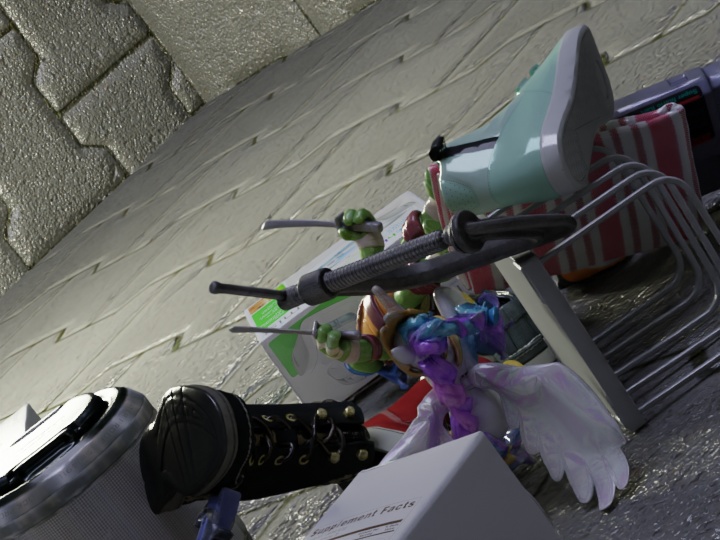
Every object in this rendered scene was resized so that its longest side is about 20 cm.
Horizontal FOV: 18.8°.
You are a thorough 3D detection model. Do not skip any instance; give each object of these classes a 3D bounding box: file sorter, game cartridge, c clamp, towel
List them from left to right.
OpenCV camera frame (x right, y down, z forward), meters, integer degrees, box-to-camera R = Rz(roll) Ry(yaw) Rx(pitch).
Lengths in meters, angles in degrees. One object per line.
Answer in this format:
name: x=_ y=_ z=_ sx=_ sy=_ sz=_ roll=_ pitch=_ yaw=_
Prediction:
c clamp: x=0.032 y=-0.004 z=1.386 sx=0.199 sy=0.027 sz=0.171 roll=-19 pitch=-14 yaw=34
towel: x=0.159 y=-0.056 z=1.660 sx=0.199 sy=0.147 sz=0.030 roll=-14 pitch=50 yaw=4
file sorter: x=0.177 y=0.002 z=1.522 sx=0.124 sy=0.139 sz=0.200 roll=-34 pitch=12 yaw=-1
game cartridge: x=0.216 y=-0.086 z=1.693 sx=0.199 sy=0.130 sz=0.039 roll=-23 pitch=56 yaw=5

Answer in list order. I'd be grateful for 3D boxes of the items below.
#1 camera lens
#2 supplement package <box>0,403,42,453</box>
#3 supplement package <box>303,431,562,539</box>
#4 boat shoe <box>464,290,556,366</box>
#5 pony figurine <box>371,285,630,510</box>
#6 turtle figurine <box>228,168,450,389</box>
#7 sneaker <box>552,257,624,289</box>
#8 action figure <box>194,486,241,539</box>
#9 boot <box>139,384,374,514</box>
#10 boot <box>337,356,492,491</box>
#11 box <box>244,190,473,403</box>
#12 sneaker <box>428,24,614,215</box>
camera lens: x=-0.179 y=0.200 z=1.625 sx=0.160 sy=0.200 sz=0.160 roll=-35 pitch=13 yaw=9
supplement package: x=-0.338 y=0.252 z=1.985 sx=0.200 sy=0.151 sz=0.152 roll=-37 pitch=12 yaw=-1
supplement package: x=0.018 y=0.208 z=1.237 sx=0.120 sy=0.121 sz=0.200 roll=-24 pitch=18 yaw=47
boat shoe: x=0.113 y=0.036 z=1.743 sx=0.073 sy=0.062 sz=0.200 roll=-38 pitch=12 yaw=0
pony figurine: x=0.073 y=0.093 z=1.431 sx=0.166 sy=0.194 sz=0.200 roll=-32 pitch=-6 yaw=8
turtle figurine: x=0.000 y=0.000 z=1.799 sx=0.194 sy=0.200 sz=0.144 roll=-49 pitch=-7 yaw=35
sneaker: x=0.190 y=-0.062 z=1.821 sx=0.076 sy=0.092 sz=0.200 roll=-27 pitch=17 yaw=35
action figure: x=-0.096 y=0.248 z=1.442 sx=0.193 sy=0.104 sz=0.201 roll=3 pitch=74 yaw=63
boot: x=-0.061 y=0.113 z=1.486 sx=0.153 sy=0.074 sz=0.204 roll=-7 pitch=-14 yaw=-20
boot: x=0.059 y=0.110 z=1.611 sx=0.144 sy=0.073 sz=0.200 roll=-39 pitch=9 yaw=-16
box: x=0.005 y=0.031 z=1.988 sx=0.200 sy=0.097 sz=0.176 roll=-36 pitch=10 yaw=-1
sneaker: x=0.113 y=-0.110 z=1.571 sx=0.118 sy=0.074 sz=0.201 roll=-14 pitch=26 yaw=25
